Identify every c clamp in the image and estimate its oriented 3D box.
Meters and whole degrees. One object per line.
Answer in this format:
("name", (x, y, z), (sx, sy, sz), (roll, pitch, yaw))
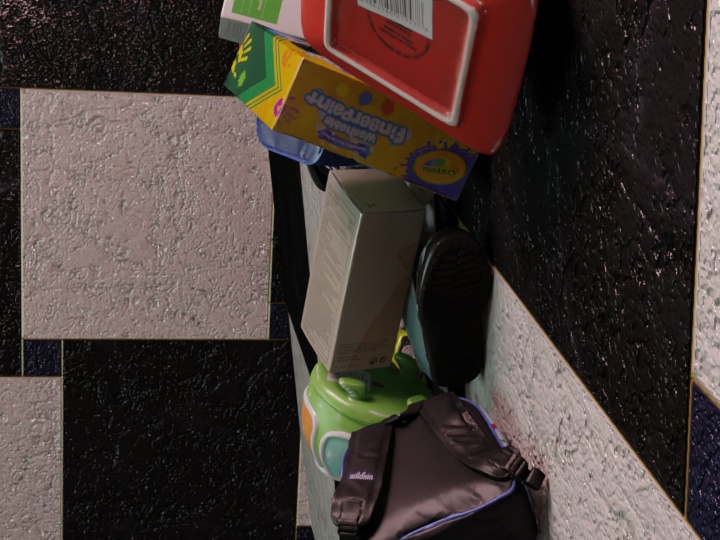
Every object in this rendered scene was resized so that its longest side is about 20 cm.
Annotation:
("c clamp", (-0.042, -0.172, 1.602), (0.200, 0.027, 0.172), (5, -103, -73))

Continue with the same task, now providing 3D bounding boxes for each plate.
("plate", (0.061, 0.045, 1.413), (0.200, 0.025, 0.201), (-16, -90, -86))

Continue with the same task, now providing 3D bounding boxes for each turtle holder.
("turtle holder", (0.021, 0.169, 1.422), (0.141, 0.185, 0.132), (44, 121, 50))

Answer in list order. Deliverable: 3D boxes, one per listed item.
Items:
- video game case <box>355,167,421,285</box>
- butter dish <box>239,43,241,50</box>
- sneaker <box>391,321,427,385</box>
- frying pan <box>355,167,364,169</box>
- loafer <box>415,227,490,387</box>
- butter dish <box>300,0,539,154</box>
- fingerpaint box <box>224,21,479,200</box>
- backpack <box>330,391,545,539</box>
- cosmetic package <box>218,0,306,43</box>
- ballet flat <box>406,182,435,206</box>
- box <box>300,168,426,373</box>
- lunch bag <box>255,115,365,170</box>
("video game case", (0.034, -0.067, 1.586), (0.181, 0.045, 0.201), (-136, 39, -78))
("butter dish", (-0.054, -0.324, 1.596), (0.200, 0.147, 0.200), (-56, -6, -23))
("sneaker", (0.048, 0.140, 1.595), (0.076, 0.075, 0.201), (102, 164, -84))
("frying pan", (0.008, -0.075, 1.511), (0.115, 0.031, 0.191), (112, 144, -78))
("loafer", (0.083, 0.030, 1.254), (0.072, 0.073, 0.201), (-110, 14, -46))
("butter dish", (0.066, -0.224, 0.954), (0.200, 0.148, 0.200), (34, 152, 16))
("fingerpaint box", (-0.007, -0.152, 1.179), (0.074, 0.199, 0.167), (-65, 27, 12))
("backpack", (0.072, 0.214, 1.206), (0.191, 0.199, 0.155), (-106, -2, -57))
("cosmetic package", (-0.034, -0.267, 1.266), (0.085, 0.199, 0.108), (151, 131, -81))
("ballet flat", (0.054, -0.094, 1.376), (0.200, 0.069, 0.072), (113, 144, -66))
("box", (0.000, 0.000, 1.336), (0.095, 0.077, 0.201), (-124, 38, -47))
("lunch bag", (-0.025, -0.206, 1.436), (0.136, 0.132, 0.201), (27, 115, 44))
